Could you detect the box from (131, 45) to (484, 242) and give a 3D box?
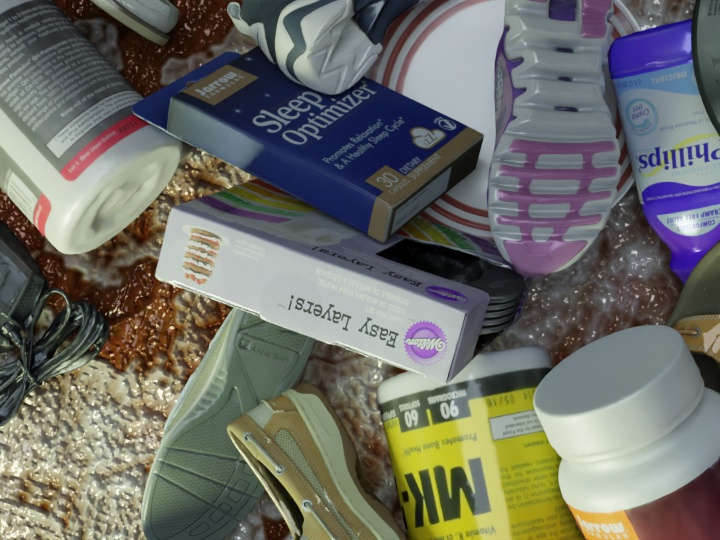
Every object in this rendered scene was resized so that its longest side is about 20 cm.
[{"bbox_3d":[-0.036,-0.095,1.106,0.199,0.121,0.033,26,128,20],"label":"box"}]

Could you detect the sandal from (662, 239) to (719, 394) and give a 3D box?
[{"bbox_3d":[0.207,0.055,1.062,0.080,0.054,0.200,41,116,-1],"label":"sandal"}]

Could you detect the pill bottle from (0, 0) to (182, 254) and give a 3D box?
[{"bbox_3d":[-0.222,-0.117,1.153,0.111,0.111,0.200,-44,80,1],"label":"pill bottle"}]

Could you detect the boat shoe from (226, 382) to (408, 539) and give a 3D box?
[{"bbox_3d":[-0.020,0.169,1.060,0.076,0.072,0.201,-21,65,-22],"label":"boat shoe"}]

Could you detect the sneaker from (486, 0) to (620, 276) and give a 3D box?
[{"bbox_3d":[0.116,-0.090,1.088,0.080,0.088,0.201,7,76,-7],"label":"sneaker"}]

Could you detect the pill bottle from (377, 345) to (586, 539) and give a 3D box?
[{"bbox_3d":[0.084,0.156,1.075,0.114,0.114,0.201,-14,81,6],"label":"pill bottle"}]

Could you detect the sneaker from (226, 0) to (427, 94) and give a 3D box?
[{"bbox_3d":[-0.007,-0.211,1.143,0.129,0.080,0.199,30,75,37],"label":"sneaker"}]

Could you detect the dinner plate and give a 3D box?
[{"bbox_3d":[0.098,-0.111,1.152,0.199,0.024,0.201,-1,82,7],"label":"dinner plate"}]

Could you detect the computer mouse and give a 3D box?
[{"bbox_3d":[-0.275,0.006,1.180,0.138,0.053,0.200,-37,90,3],"label":"computer mouse"}]

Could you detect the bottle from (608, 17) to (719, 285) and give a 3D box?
[{"bbox_3d":[0.216,-0.058,1.090,0.083,0.065,0.201,-9,99,34],"label":"bottle"}]

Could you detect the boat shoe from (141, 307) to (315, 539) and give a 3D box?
[{"bbox_3d":[-0.085,0.091,1.139,0.074,0.065,0.203,21,92,-9],"label":"boat shoe"}]

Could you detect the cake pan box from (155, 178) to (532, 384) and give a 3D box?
[{"bbox_3d":[0.000,0.000,1.061,0.199,0.184,0.053,20,108,16],"label":"cake pan box"}]

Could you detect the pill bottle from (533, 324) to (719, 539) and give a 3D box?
[{"bbox_3d":[0.187,0.141,1.025,0.114,0.114,0.201,-27,106,4],"label":"pill bottle"}]

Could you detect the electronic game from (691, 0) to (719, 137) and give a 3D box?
[{"bbox_3d":[0.295,-0.134,1.050,0.199,0.042,0.201,1,84,-12],"label":"electronic game"}]

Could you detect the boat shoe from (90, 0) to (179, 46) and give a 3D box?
[{"bbox_3d":[-0.190,-0.238,1.182,0.200,0.075,0.068,44,96,11],"label":"boat shoe"}]
